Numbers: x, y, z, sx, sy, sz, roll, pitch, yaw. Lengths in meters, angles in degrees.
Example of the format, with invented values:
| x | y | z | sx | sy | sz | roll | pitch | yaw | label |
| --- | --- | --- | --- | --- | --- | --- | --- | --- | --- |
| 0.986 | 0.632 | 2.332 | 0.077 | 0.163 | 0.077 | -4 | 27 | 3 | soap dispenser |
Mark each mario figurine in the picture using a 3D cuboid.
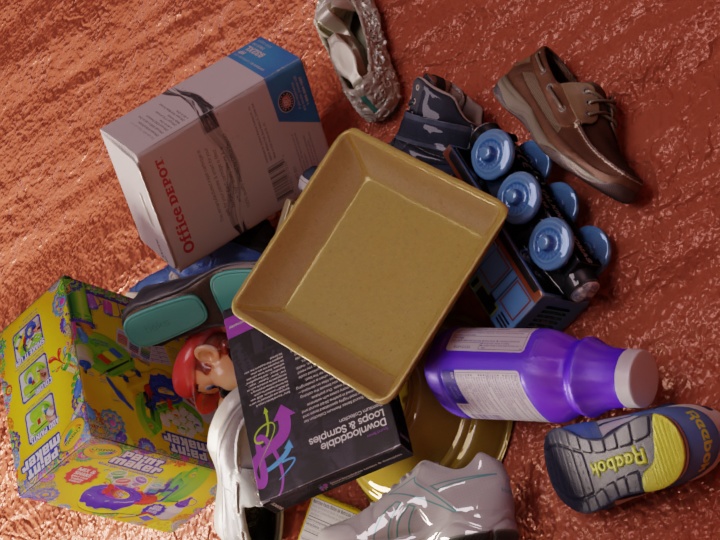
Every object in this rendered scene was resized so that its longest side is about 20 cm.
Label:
| x | y | z | sx | sy | sz | roll | pitch | yaw | label |
| --- | --- | --- | --- | --- | --- | --- | --- | --- | --- |
| -0.093 | 0.103 | 1.746 | 0.199 | 0.124 | 0.106 | -12 | 39 | 26 | mario figurine |

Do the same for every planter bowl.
| x | y | z | sx | sy | sz | roll | pitch | yaw | label |
| --- | --- | --- | --- | --- | --- | --- | --- | --- | --- |
| 0.037 | 0.126 | 1.634 | 0.200 | 0.083 | 0.202 | -19 | 62 | 40 | planter bowl |

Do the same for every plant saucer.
| x | y | z | sx | sy | sz | roll | pitch | yaw | label |
| --- | --- | --- | --- | --- | --- | --- | --- | --- | --- |
| 0.014 | -0.001 | 1.574 | 0.199 | 0.048 | 0.201 | 29 | 83 | 36 | plant saucer |

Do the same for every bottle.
| x | y | z | sx | sy | sz | roll | pitch | yaw | label |
| --- | --- | --- | --- | --- | --- | --- | --- | --- | --- |
| 0.151 | 0.087 | 1.500 | 0.199 | 0.084 | 0.066 | -2 | 50 | 40 | bottle |

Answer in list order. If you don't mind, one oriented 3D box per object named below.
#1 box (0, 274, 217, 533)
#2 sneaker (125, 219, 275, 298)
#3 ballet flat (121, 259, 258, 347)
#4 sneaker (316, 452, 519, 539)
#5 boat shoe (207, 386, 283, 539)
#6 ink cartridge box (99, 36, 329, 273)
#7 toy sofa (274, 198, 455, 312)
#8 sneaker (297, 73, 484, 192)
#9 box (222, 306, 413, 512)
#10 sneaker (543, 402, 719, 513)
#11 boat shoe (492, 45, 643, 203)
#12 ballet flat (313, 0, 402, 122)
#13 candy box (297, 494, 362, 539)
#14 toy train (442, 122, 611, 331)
| x | y | z | sx | sy | sz | roll | pitch | yaw | label |
| --- | --- | --- | --- | --- | --- | --- | --- | --- | --- |
| -0.245 | 0.138 | 1.829 | 0.122 | 0.199 | 0.194 | -38 | 50 | 28 | box |
| -0.166 | -0.010 | 1.897 | 0.199 | 0.076 | 0.112 | -8 | 71 | 42 | sneaker |
| -0.136 | 0.021 | 1.730 | 0.199 | 0.073 | 0.074 | -15 | 62 | 19 | ballet flat |
| 0.049 | 0.212 | 1.569 | 0.199 | 0.070 | 0.081 | -16 | 62 | 29 | sneaker |
| -0.097 | 0.196 | 1.708 | 0.071 | 0.070 | 0.202 | 33 | 137 | 33 | boat shoe |
| -0.140 | -0.117 | 1.798 | 0.199 | 0.146 | 0.084 | -33 | 39 | -20 | ink cartridge box |
| 0.000 | 0.000 | 1.719 | 0.199 | 0.083 | 0.098 | 13 | 86 | 49 | toy sofa |
| 0.033 | -0.119 | 1.729 | 0.201 | 0.077 | 0.147 | 15 | 96 | 37 | sneaker |
| -0.041 | 0.099 | 1.609 | 0.142 | 0.036 | 0.201 | -24 | 57 | 17 | box |
| 0.222 | 0.149 | 1.455 | 0.200 | 0.082 | 0.074 | -18 | 87 | 59 | sneaker |
| 0.190 | -0.134 | 1.593 | 0.072 | 0.076 | 0.200 | -51 | 47 | 15 | boat shoe |
| -0.011 | -0.237 | 1.841 | 0.072 | 0.072 | 0.201 | -43 | 48 | 25 | ballet flat |
| 0.011 | 0.277 | 1.642 | 0.199 | 0.026 | 0.103 | 16 | 82 | 47 | candy box |
| 0.136 | -0.036 | 1.588 | 0.114 | 0.086 | 0.201 | -47 | 56 | 26 | toy train |
